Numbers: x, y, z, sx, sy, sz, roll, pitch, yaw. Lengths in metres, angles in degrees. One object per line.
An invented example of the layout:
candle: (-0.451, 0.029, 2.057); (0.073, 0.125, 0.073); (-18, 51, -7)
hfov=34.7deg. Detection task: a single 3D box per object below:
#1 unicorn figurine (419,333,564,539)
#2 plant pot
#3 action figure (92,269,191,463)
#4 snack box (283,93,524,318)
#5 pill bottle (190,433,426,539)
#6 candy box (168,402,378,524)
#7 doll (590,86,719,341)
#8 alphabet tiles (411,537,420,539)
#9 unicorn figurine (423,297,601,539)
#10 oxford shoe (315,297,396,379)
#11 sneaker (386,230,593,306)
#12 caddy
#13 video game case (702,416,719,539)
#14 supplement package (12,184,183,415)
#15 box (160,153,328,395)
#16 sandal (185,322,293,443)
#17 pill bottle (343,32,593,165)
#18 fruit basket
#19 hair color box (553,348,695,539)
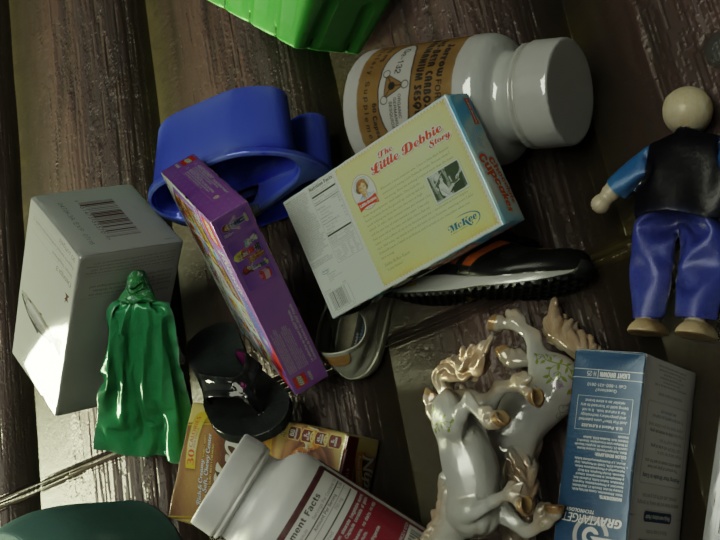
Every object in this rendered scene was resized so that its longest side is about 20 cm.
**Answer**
unicorn figurine: (0.082, 0.157, 0.860); (0.137, 0.074, 0.201); (-19, 60, 52)
plant pot: (-0.295, 0.325, 1.143); (0.200, 0.161, 0.202); (-12, 70, 35)
action figure: (-0.215, 0.093, 1.150); (0.117, 0.055, 0.201); (2, 115, 2)
snack box: (0.031, -0.051, 0.974); (0.200, 0.037, 0.117); (-29, 80, 37)
pill bottle: (-0.033, 0.223, 0.944); (0.200, 0.113, 0.113); (32, 100, 1)
candy box: (-0.085, 0.197, 1.084); (0.199, 0.055, 0.116); (5, 80, 38)
doll: (0.246, -0.049, 0.904); (0.136, 0.048, 0.201); (2, 79, 37)
alphabet tiles: (0.046, 0.269, 0.870); (0.166, 0.200, 0.006); (-28, 39, 14)
unicorn figurine: (0.122, 0.124, 0.927); (0.137, 0.074, 0.201); (41, 104, 40)
oxford shoe: (0.000, 0.000, 1.074); (0.075, 0.058, 0.201); (2, 78, 39)
sneaker: (0.104, -0.021, 0.990); (0.199, 0.070, 0.091); (-6, 77, 38)
caddy: (-0.117, -0.096, 1.135); (0.199, 0.141, 0.106); (-17, 65, 34)
video game case: (0.327, 0.109, 0.818); (0.143, 0.018, 0.201); (5, 81, 39)
supplement package: (-0.276, 0.030, 1.194); (0.117, 0.117, 0.201); (42, 129, 36)
box: (-0.106, 0.003, 1.054); (0.039, 0.201, 0.137); (-31, 34, -13)
sandal: (-0.128, 0.101, 1.104); (0.075, 0.048, 0.200); (-32, 34, -11)
pill bottle: (0.093, -0.146, 1.005); (0.199, 0.114, 0.115); (0, 78, 37)
fruit basket: (-0.047, -0.339, 1.156); (0.215, 0.155, 0.217); (5, 97, 45)
hair color box: (0.194, 0.165, 0.852); (0.060, 0.100, 0.201); (1, 78, 38)
